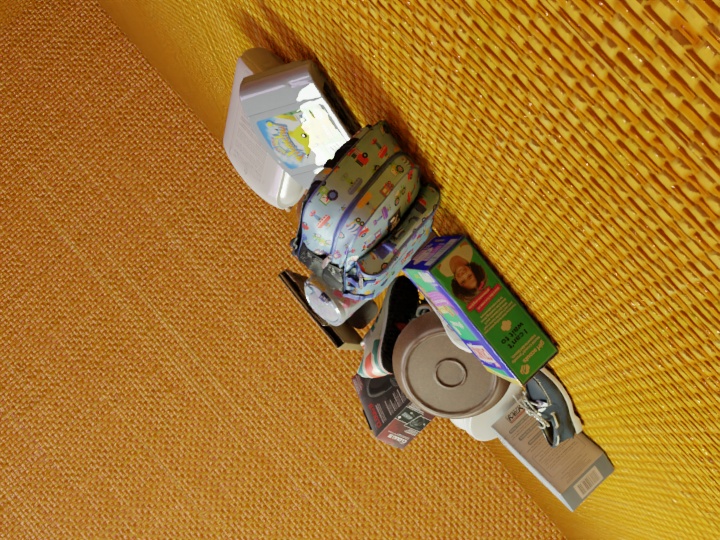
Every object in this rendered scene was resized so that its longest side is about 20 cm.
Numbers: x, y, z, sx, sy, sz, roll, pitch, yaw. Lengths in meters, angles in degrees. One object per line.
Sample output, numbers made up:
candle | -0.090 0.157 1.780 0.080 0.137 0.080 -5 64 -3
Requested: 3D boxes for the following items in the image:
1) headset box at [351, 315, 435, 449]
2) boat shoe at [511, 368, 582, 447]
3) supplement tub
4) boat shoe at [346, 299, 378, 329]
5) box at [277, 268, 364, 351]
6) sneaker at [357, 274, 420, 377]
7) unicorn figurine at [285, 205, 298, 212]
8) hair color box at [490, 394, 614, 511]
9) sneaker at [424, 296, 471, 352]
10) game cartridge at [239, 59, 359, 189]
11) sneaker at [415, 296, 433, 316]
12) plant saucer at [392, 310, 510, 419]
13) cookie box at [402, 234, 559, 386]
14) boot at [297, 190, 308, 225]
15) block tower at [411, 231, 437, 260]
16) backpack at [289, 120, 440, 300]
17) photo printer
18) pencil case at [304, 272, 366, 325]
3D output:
headset box | 0.078 0.198 1.737 0.077 0.200 0.150 29 -156 -37
boat shoe | 0.279 0.202 1.507 0.075 0.062 0.201 47 174 42
supplement tub | 0.189 0.197 1.793 0.200 0.140 0.141 43 173 46
boat shoe | -0.037 0.032 1.740 0.072 0.075 0.201 47 173 38
box | -0.062 0.072 1.720 0.164 0.021 0.200 50 -176 11
sneaker | 0.039 0.097 1.716 0.070 0.202 0.093 37 139 -29
unicorn figurine | -0.066 -0.149 1.632 0.073 0.139 0.199 1 154 45
hair color box | 0.316 0.295 1.653 0.061 0.099 0.200 51 175 -38
sneaker | 0.139 0.051 1.512 0.200 0.075 0.082 45 175 46
game cartridge | -0.075 -0.192 1.354 0.132 0.041 0.201 -8 137 31
sneaker | 0.132 0.070 1.708 0.079 0.079 0.200 48 176 -1
plant saucer | 0.147 0.159 1.601 0.201 0.199 0.035 50 -158 -11
cookie box | 0.159 0.051 1.351 0.200 0.075 0.171 49 174 -6
boot | -0.005 -0.096 1.532 0.074 0.197 0.157 -52 -39 -73
block tower | 0.062 -0.063 1.464 0.200 0.054 0.058 49 176 -1
backpack | 0.010 -0.076 1.209 0.134 0.183 0.200 39 161 11
photo printer | -0.135 -0.205 1.490 0.166 0.069 0.202 46 138 29
pencil case | 0.000 0.000 1.617 0.091 0.199 0.083 44 155 13
